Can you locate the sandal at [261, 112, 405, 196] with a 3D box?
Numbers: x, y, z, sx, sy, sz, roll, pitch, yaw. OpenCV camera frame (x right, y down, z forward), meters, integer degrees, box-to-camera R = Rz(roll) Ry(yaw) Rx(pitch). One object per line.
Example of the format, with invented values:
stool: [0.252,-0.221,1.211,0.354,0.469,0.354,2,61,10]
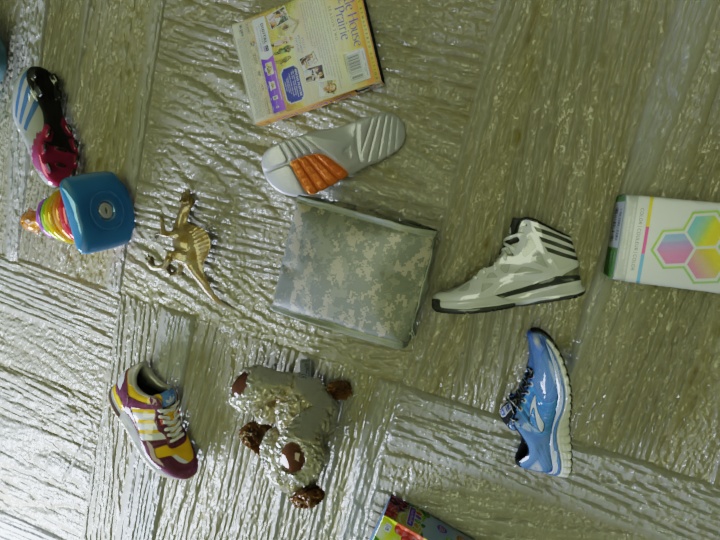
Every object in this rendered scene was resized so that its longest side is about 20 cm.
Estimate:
sandal: [-0.036,-0.162,0.743,0.204,0.059,0.080,-19,104,-6]

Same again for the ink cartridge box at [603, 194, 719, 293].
ink cartridge box: [0.413,-0.030,0.641,0.197,0.059,0.105,8,98,13]

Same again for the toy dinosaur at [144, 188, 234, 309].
toy dinosaur: [-0.270,-0.022,0.811,0.100,0.058,0.203,-16,92,14]

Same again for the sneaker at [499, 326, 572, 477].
sneaker: [0.231,0.177,0.700,0.088,0.079,0.203,-3,96,11]

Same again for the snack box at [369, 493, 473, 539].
snack box: [0.095,0.459,0.770,0.198,0.068,0.170,26,101,11]

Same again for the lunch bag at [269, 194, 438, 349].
lunch bag: [0.000,0.000,0.717,0.198,0.117,0.166,18,99,16]

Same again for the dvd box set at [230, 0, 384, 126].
dvd box set: [-0.076,-0.305,0.744,0.197,0.029,0.148,-14,92,16]

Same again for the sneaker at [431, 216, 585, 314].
sneaker: [0.187,-0.007,0.702,0.197,0.076,0.117,-10,85,7]

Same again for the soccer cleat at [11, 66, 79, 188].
soccer cleat: [-0.510,-0.222,0.845,0.085,0.070,0.203,-16,84,27]

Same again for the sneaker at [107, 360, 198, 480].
sneaker: [-0.319,0.241,0.844,0.090,0.075,0.200,-43,86,20]

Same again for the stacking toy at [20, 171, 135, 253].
stacking toy: [-0.472,-0.085,0.841,0.197,0.110,0.118,-4,104,26]

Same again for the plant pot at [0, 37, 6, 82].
plant pot: [-0.660,-0.352,0.830,0.197,0.134,0.204,1,97,13]

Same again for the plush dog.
plush dog: [-0.097,0.246,0.776,0.200,0.159,0.174,39,121,35]
